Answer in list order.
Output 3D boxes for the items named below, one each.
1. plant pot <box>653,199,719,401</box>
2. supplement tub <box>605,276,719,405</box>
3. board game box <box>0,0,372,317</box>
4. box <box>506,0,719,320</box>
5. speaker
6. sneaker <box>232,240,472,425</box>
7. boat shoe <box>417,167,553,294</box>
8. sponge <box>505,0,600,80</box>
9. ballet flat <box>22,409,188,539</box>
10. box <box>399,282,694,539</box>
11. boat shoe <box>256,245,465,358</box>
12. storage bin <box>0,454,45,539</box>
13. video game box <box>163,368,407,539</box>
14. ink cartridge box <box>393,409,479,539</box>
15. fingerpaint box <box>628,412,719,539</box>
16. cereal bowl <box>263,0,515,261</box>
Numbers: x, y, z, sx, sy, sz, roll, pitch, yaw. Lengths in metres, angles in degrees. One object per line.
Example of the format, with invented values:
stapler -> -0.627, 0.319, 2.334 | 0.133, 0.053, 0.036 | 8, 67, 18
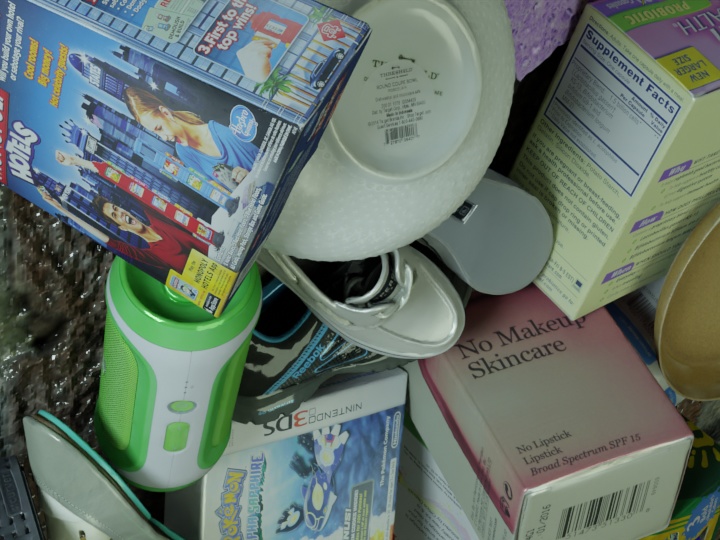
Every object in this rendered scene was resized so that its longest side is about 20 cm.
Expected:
plant pot -> 0.278, 0.002, 1.191 | 0.200, 0.027, 0.200 | -23, 135, -25
supplement tub -> 0.247, 0.014, 1.293 | 0.200, 0.132, 0.132 | -37, 147, -11
board game box -> -0.116, -0.089, 0.756 | 0.062, 0.200, 0.200 | -57, 180, -28
box -> 0.201, -0.090, 1.128 | 0.176, 0.097, 0.200 | -22, 149, -38
speaker -> -0.106, 0.051, 0.959 | 0.088, 0.088, 0.200 | -27, 157, -25
sneaker -> -0.008, 0.025, 1.079 | 0.200, 0.073, 0.082 | -29, 140, -26
boat shoe -> 0.047, -0.046, 1.058 | 0.200, 0.070, 0.071 | 26, 104, -48
sponge -> 0.150, -0.210, 1.023 | 0.200, 0.030, 0.112 | -40, 149, -7
ballet flat -> -0.147, 0.158, 1.003 | 0.064, 0.067, 0.200 | -52, 136, -14
box -> 0.116, 0.089, 1.152 | 0.128, 0.200, 0.109 | -16, 140, -17
boat shoe -> 0.000, 0.000, 1.005 | 0.200, 0.066, 0.072 | 40, 83, -35
storage bin -> -0.215, 0.220, 0.996 | 0.094, 0.135, 0.200 | -16, 141, -13
video game box -> -0.052, 0.171, 1.159 | 0.182, 0.047, 0.200 | -11, 113, -40
ink cartridge box -> 0.097, 0.173, 1.294 | 0.084, 0.145, 0.200 | -28, 145, -30
fingerpaint box -> 0.183, 0.222, 1.242 | 0.167, 0.073, 0.200 | -32, 147, -29
cereal bowl -> 0.001, -0.098, 0.859 | 0.200, 0.083, 0.200 | -7, 104, -32
